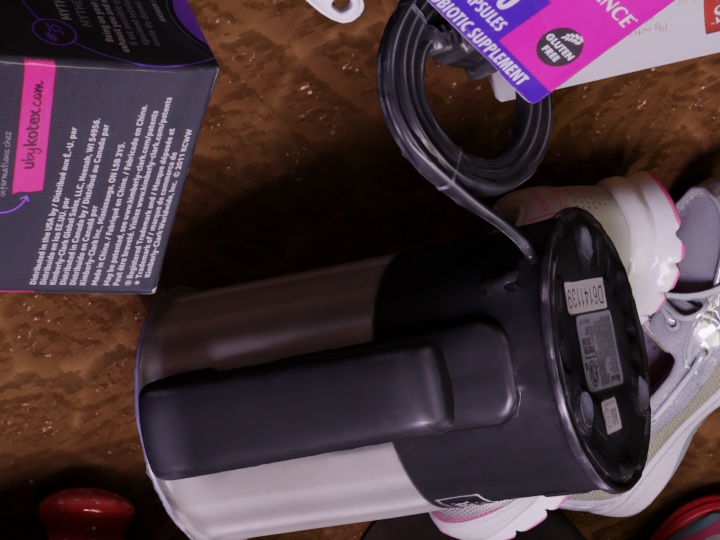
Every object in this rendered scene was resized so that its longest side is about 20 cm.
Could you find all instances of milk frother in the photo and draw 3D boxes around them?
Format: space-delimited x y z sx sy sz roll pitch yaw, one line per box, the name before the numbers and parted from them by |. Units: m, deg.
milk frother | 0.000 0.000 0.988 0.188 0.200 0.180 -11 161 23

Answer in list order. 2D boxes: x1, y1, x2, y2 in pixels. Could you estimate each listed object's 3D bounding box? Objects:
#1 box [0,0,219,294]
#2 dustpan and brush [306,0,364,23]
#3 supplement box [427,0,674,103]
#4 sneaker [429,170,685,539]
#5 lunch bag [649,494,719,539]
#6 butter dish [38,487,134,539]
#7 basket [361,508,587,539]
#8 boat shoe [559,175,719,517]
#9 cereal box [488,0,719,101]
box | -0.169 -0.067 0.866 0.200 0.122 0.106 2 127 -25
dustpan and brush | -0.061 -0.164 0.876 0.140 0.057 0.200 -37 133 8
supplement box | 0.100 -0.171 0.853 0.200 0.103 0.101 -37 126 18
sneaker | 0.065 0.036 1.100 0.088 0.081 0.200 9 117 -26
lunch bag | 0.184 0.216 1.297 0.176 0.082 0.200 14 121 -32
butter dish | -0.124 0.172 1.086 0.199 0.148 0.200 5 167 -29
basket | 0.078 0.203 1.155 0.180 0.200 0.136 -23 133 -6
boat shoe | 0.133 0.039 1.132 0.065 0.074 0.202 1 134 -31
cereal box | 0.109 -0.167 0.954 0.144 0.040 0.200 -13 132 -2
